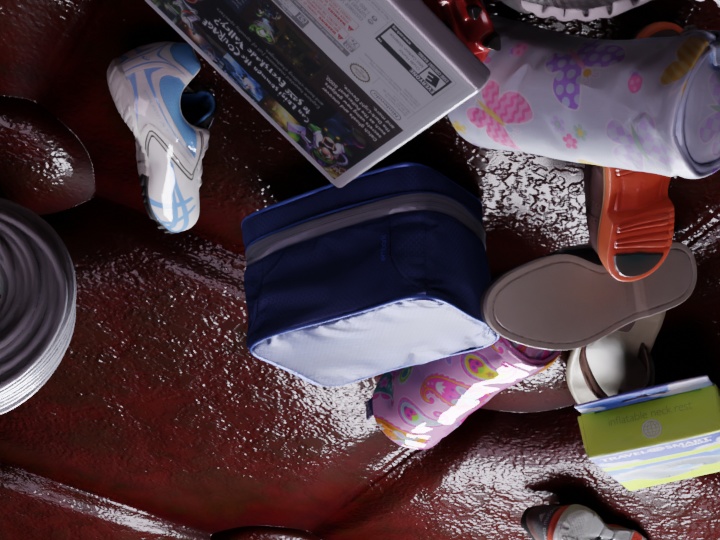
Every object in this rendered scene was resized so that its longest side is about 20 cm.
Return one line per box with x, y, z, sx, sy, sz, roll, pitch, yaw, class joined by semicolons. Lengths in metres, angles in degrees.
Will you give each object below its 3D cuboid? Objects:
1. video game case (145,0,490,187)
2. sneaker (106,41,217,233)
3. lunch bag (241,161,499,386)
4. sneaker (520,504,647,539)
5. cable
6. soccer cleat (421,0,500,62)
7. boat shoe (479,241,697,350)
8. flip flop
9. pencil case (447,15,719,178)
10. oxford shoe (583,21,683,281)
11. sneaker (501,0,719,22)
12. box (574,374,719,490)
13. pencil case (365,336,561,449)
-0.037;-0.156;0.966;0.200;0.023;0.182;44;147;-11;video game case
-0.137;-0.093;1.120;0.072;0.072;0.200;-14;150;-5;sneaker
0.000;0.000;1.169;0.200;0.132;0.136;-16;153;27;lunch bag
0.240;0.293;1.593;0.082;0.077;0.200;10;154;47;sneaker
-0.328;0.027;1.201;0.200;0.200;0.069;6;149;-2;cable
0.031;-0.210;0.933;0.069;0.085;0.200;-32;124;-15;soccer cleat
0.166;0.016;1.156;0.200;0.073;0.063;-12;-170;-30;boat shoe
0.223;0.080;1.297;0.081;0.058;0.200;6;144;2;flip flop
0.148;-0.114;0.965;0.200;0.083;0.091;12;120;43;pencil case
0.187;-0.091;1.065;0.071;0.073;0.200;-9;127;-19;oxford shoe
0.176;-0.205;0.919;0.200;0.067;0.091;-1;140;5;sneaker
0.272;0.147;1.328;0.122;0.048;0.200;-16;158;18;box
0.089;0.085;1.310;0.087;0.088;0.200;25;141;-22;pencil case
